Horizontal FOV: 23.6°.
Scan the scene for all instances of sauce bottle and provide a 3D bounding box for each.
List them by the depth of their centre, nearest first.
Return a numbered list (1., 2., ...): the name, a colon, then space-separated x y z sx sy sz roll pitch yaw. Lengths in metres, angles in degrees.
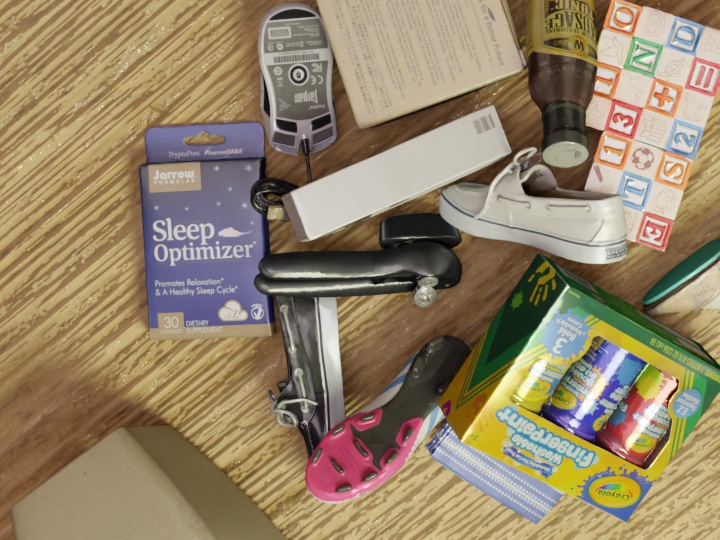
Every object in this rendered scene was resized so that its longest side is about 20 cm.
1. sauce bottle: 0.177 -0.185 1.505 0.065 0.066 0.202 -5 62 8

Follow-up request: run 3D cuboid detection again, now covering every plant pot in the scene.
1. plant pot: -0.204 0.253 1.591 0.199 0.200 0.178 -36 77 10

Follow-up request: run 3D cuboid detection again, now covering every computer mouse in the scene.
1. computer mouse: -0.055 -0.146 1.595 0.108 0.044 0.203 -5 92 -11

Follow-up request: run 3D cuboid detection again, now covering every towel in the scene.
1. towel: 0.170 0.122 1.581 0.144 0.024 0.201 33 100 -22

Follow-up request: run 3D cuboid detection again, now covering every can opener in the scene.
1. can opener: 0.000 0.000 1.578 0.198 0.064 0.079 -9 51 -12

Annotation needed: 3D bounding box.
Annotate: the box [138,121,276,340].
1. box: -0.146 -0.037 1.627 0.120 0.032 0.203 -3 94 8

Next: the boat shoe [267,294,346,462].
1. boat shoe: -0.051 0.115 1.599 0.067 0.074 0.202 -4 94 -9

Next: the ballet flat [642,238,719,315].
1. ballet flat: 0.345 -0.011 1.545 0.200 0.068 0.067 -42 95 11

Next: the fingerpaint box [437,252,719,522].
1. fingerpaint box: 0.198 0.107 1.522 0.199 0.073 0.168 28 103 -26

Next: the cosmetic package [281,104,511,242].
1. cosmetic package: 0.031 -0.085 1.545 0.198 0.083 0.051 -24 95 -7

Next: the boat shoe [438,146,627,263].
1. boat shoe: 0.149 -0.070 1.520 0.201 0.074 0.087 20 117 45

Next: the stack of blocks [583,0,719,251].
1. stack of blocks: 0.249 -0.131 1.549 0.114 0.059 0.202 17 98 6

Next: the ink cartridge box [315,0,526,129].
1. ink cartridge box: 0.045 -0.248 1.559 0.163 0.075 0.202 -18 92 8

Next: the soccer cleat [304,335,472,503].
1. soccer cleat: 0.033 0.144 1.567 0.200 0.087 0.070 -43 72 -13
